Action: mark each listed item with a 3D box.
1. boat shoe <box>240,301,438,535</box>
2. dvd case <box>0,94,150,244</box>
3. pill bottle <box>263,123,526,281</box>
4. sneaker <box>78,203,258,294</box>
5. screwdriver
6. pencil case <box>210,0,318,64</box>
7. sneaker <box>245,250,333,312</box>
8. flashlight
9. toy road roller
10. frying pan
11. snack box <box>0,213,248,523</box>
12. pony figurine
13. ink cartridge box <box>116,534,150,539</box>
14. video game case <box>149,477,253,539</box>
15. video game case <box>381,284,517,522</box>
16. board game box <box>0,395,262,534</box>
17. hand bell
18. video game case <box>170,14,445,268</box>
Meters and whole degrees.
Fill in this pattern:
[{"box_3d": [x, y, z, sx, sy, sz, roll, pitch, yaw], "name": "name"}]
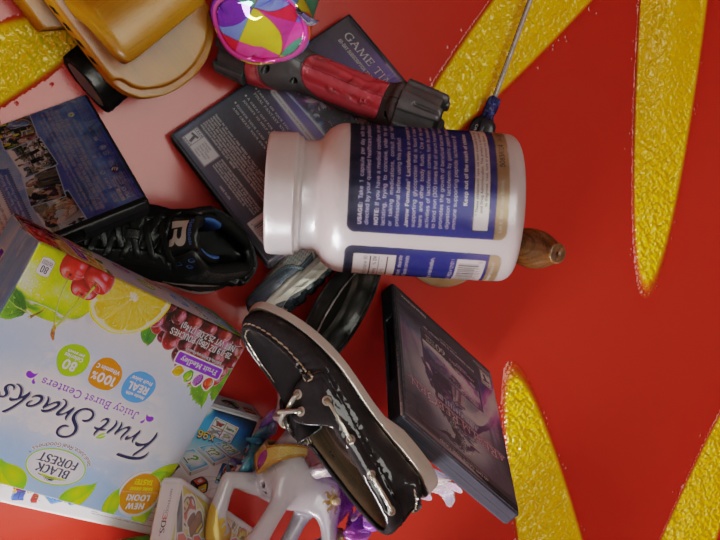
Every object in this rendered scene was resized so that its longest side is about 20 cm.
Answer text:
[{"box_3d": [-0.027, 0.113, 0.798, 0.201, 0.074, 0.060, 49, 61, -3], "name": "boat shoe"}, {"box_3d": [-0.276, -0.055, 0.796, 0.197, 0.143, 0.018, -24, 144, -19], "name": "dvd case"}, {"box_3d": [0.024, -0.055, 0.823, 0.195, 0.116, 0.118, 4, 95, -3], "name": "pill bottle"}, {"box_3d": [-0.173, -0.032, 0.828, 0.197, 0.111, 0.075, 12, 76, -31], "name": "sneaker"}, {"box_3d": [0.136, -0.181, 1.001, 0.028, 0.029, 0.203, 21, 92, -23], "name": "screwdriver"}, {"box_3d": [-0.063, -0.259, 0.837, 0.087, 0.088, 0.203, 25, 52, -23], "name": "pencil case"}, {"box_3d": [-0.042, -0.042, 0.929, 0.086, 0.078, 0.200, 41, 70, 0], "name": "sneaker"}, {"box_3d": [-0.023, -0.161, 0.874, 0.197, 0.069, 0.068, 23, 43, 8], "name": "flashlight"}, {"box_3d": [-0.193, -0.227, 0.797, 0.123, 0.146, 0.201, -41, 109, -13], "name": "toy road roller"}, {"box_3d": [-0.009, 0.009, 0.909, 0.115, 0.031, 0.192, -41, 155, -49], "name": "frying pan"}, {"box_3d": [-0.206, 0.080, 0.775, 0.199, 0.067, 0.171, 31, 90, -42], "name": "snack box"}, {"box_3d": [-0.036, 0.184, 0.871, 0.192, 0.165, 0.203, 36, 65, -35], "name": "pony figurine"}, {"box_3d": [-0.180, 0.328, 0.821, 0.074, 0.200, 0.151, -9, 109, -3], "name": "ink cartridge box"}, {"box_3d": [-0.126, 0.288, 0.848, 0.201, 0.022, 0.185, 57, 36, -56], "name": "video game case"}, {"box_3d": [0.075, 0.111, 0.922, 0.019, 0.201, 0.143, -40, 112, 19], "name": "video game case"}, {"box_3d": [-0.194, 0.151, 0.882, 0.197, 0.035, 0.128, 21, 96, -29], "name": "board game box"}, {"box_3d": [0.118, -0.025, 0.922, 0.102, 0.199, 0.107, -3, 97, -21], "name": "hand bell"}, {"box_3d": [-0.043, -0.116, 0.906, 0.199, 0.019, 0.144, -36, 78, -16], "name": "video game case"}]
